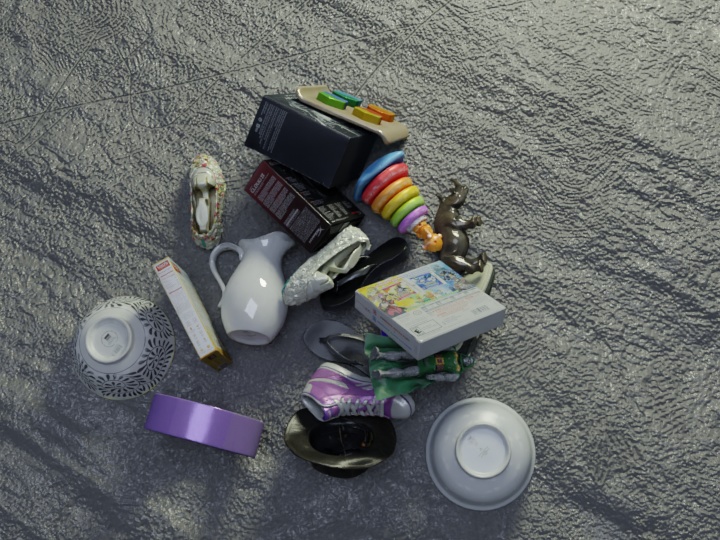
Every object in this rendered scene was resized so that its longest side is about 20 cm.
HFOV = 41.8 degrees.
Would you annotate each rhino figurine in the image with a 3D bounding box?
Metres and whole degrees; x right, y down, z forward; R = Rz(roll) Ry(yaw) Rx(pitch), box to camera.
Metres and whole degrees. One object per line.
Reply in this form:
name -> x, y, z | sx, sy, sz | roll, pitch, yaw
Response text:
rhino figurine -> 0.182, -0.082, 1.783 | 0.087, 0.060, 0.200 | -13, 73, 23

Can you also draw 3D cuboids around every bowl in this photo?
bowl -> -0.456, 0.136, 1.754 | 0.200, 0.094, 0.201 | -1, 76, 4
bowl -> 0.215, 0.321, 1.666 | 0.201, 0.090, 0.201 | -1, 76, 3

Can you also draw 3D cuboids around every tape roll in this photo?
tape roll -> -0.273, 0.273, 1.652 | 0.200, 0.200, 0.066 | 13, 76, 7

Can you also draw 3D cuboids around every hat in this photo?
hat -> -0.037, 0.318, 1.676 | 0.200, 0.201, 0.081 | 9, 119, 6

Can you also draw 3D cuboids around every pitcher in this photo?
pitcher -> -0.215, 0.034, 1.763 | 0.171, 0.121, 0.200 | -4, 64, 21

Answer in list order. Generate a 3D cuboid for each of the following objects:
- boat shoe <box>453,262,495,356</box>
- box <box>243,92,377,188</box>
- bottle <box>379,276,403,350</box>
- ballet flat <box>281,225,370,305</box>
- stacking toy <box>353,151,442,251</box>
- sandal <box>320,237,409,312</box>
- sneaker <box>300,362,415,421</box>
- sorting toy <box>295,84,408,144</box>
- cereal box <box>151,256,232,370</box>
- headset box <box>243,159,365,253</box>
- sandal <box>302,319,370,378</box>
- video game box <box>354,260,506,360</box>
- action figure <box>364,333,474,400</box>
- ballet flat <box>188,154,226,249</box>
boat shoe -> 0.203, 0.077, 1.749 | 0.072, 0.068, 0.200 | 1, 58, 45
box -> -0.086, -0.248, 1.763 | 0.182, 0.200, 0.104 | 28, 108, 9
bottle -> 0.072, 0.108, 1.726 | 0.065, 0.084, 0.200 | -17, 58, 20
ballet flat -> -0.058, -0.005, 1.713 | 0.072, 0.072, 0.200 | 41, 74, 12
stacking toy -> 0.087, -0.114, 1.776 | 0.116, 0.110, 0.200 | -37, 78, -14
sandal -> 0.000, -0.001, 1.762 | 0.200, 0.043, 0.076 | -40, 37, -10
sneaker -> -0.011, 0.243, 1.679 | 0.200, 0.073, 0.114 | 14, 35, 22
sorting toy -> -0.009, -0.306, 1.797 | 0.200, 0.185, 0.037 | 29, 108, 8
cereal box -> -0.308, 0.082, 1.733 | 0.040, 0.144, 0.200 | -30, 75, -3
headset box -> -0.110, -0.134, 1.765 | 0.200, 0.149, 0.077 | 42, 114, 12
sandal -> -0.013, 0.148, 1.748 | 0.200, 0.043, 0.076 | 24, 78, 9
video game box -> 0.121, 0.065, 1.658 | 0.200, 0.047, 0.182 | -18, 41, -32
action figure -> 0.111, 0.161, 1.633 | 0.200, 0.055, 0.118 | 1, 72, -27
ballet flat -> -0.300, -0.141, 1.830 | 0.076, 0.064, 0.200 | -8, 75, 2
